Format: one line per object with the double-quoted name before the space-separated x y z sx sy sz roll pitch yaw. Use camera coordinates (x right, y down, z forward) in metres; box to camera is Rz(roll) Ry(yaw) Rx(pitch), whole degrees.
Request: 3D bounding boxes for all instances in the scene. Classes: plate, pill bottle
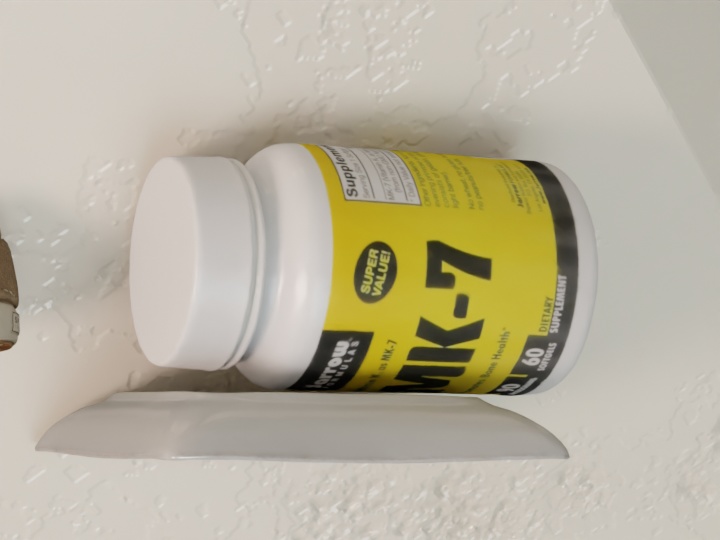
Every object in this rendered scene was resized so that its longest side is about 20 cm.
"plate" -0.032 0.074 1.031 0.199 0.199 0.033 3 85 -25
"pill bottle" 0.000 0.000 1.023 0.199 0.114 0.115 2 120 -24

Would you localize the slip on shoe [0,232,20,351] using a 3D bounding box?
"slip on shoe" -0.250 0.009 0.958 0.199 0.076 0.061 -3 83 -12
